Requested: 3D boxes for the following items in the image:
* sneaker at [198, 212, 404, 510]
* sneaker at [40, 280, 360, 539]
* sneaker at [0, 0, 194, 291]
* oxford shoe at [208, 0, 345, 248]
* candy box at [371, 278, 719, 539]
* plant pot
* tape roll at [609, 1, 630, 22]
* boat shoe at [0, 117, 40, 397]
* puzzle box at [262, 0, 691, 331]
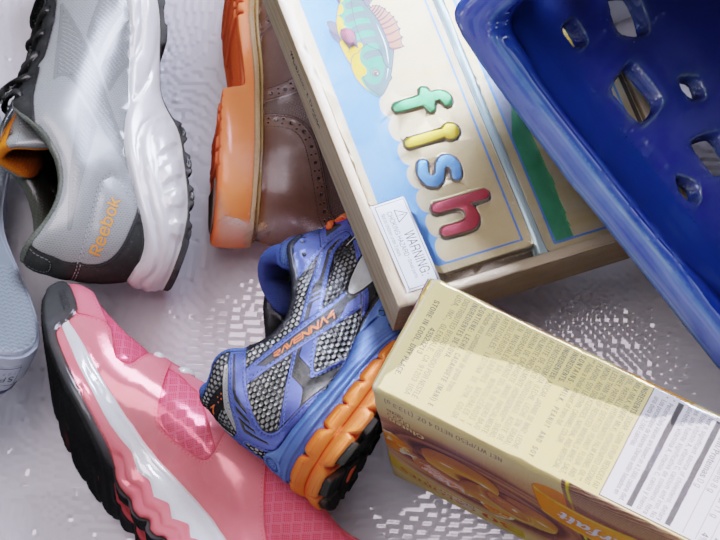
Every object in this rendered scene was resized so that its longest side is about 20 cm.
[{"bbox_3d":[0.000,0.000,1.051,0.078,0.075,0.200,27,54,4],"label":"sneaker"},{"bbox_3d":[-0.065,0.079,1.069,0.086,0.074,0.200,-27,64,-19],"label":"sneaker"},{"bbox_3d":[-0.127,-0.085,1.129,0.079,0.074,0.201,-1,62,-21],"label":"sneaker"},{"bbox_3d":[-0.026,-0.101,1.140,0.072,0.071,0.201,6,72,-6],"label":"oxford shoe"},{"bbox_3d":[0.106,0.085,0.980,0.199,0.116,0.056,25,74,14],"label":"candy box"},{"bbox_3d":[0.190,-0.100,0.973,0.200,0.180,0.200,-35,95,37],"label":"plant pot"},{"bbox_3d":[0.078,-0.210,1.143,0.201,0.071,0.204,-3,72,10],"label":"tape roll"},{"bbox_3d":[-0.195,-0.015,1.127,0.067,0.073,0.201,-50,37,31],"label":"boat shoe"},{"bbox_3d":[0.041,-0.085,1.041,0.132,0.025,0.201,-17,70,-13],"label":"puzzle box"}]
